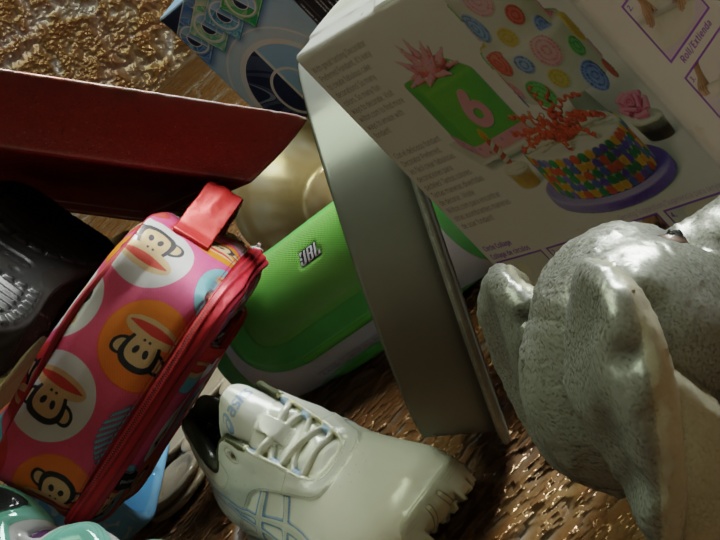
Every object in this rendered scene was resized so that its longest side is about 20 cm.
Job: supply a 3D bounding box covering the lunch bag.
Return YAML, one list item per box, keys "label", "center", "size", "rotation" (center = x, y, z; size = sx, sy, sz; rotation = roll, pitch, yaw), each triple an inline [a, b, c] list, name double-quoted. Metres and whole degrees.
- label: "lunch bag"
  center: [-0.112, 0.033, 0.910]
  size: [0.176, 0.082, 0.200]
  rotation: [-58, 2, 6]

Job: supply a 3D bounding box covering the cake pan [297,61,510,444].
- label: "cake pan"
  center: [0.017, -0.015, 0.765]
  size: [0.037, 0.200, 0.200]
  rotation: [-18, 18, 4]

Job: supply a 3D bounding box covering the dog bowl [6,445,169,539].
- label: "dog bowl"
  center: [-0.166, 0.104, 1.081]
  size: [0.050, 0.112, 0.200]
  rotation: [-29, 17, 10]

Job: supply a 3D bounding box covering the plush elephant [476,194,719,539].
- label: "plush elephant"
  center: [0.111, 0.027, 0.466]
  size: [0.200, 0.155, 0.165]
  rotation: [-47, 14, -7]

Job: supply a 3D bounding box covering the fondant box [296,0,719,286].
- label: "fondant box"
  center: [0.091, -0.041, 0.622]
  size: [0.058, 0.200, 0.144]
  rotation: [-53, 17, -27]

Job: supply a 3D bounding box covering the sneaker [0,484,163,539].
- label: "sneaker"
  center: [-0.120, 0.186, 0.829]
  size: [0.078, 0.200, 0.140]
  rotation: [-45, -34, -36]

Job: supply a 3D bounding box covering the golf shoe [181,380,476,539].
- label: "golf shoe"
  center: [-0.027, 0.093, 0.797]
  size: [0.078, 0.097, 0.200]
  rotation: [-51, 16, -23]

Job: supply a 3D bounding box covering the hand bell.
- label: "hand bell"
  center: [0.003, -0.043, 1.148]
  size: [0.104, 0.104, 0.200]
  rotation: [-50, 27, -14]

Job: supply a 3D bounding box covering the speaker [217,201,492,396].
- label: "speaker"
  center: [0.000, 0.000, 0.995]
  size: [0.200, 0.088, 0.088]
  rotation: [-36, 18, 35]

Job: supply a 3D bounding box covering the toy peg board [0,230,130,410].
- label: "toy peg board"
  center: [-0.257, 0.045, 1.056]
  size: [0.199, 0.098, 0.200]
  rotation: [-22, 27, 56]

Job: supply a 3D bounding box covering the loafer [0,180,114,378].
- label: "loafer"
  center: [-0.185, 0.011, 0.874]
  size: [0.071, 0.073, 0.200]
  rotation: [-55, 0, 18]

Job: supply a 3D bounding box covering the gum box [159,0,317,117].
- label: "gum box"
  center: [-0.017, -0.152, 1.223]
  size: [0.170, 0.200, 0.045]
  rotation: [-28, 23, 49]

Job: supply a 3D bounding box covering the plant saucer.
- label: "plant saucer"
  center: [-0.158, -0.062, 0.944]
  size: [0.200, 0.200, 0.037]
  rotation: [165, 109, -64]

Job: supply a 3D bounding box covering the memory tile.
- label: "memory tile"
  center: [-0.108, 0.098, 1.170]
  size: [0.153, 0.017, 0.200]
  rotation: [-27, 25, 52]

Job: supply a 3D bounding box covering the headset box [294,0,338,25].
- label: "headset box"
  center: [0.092, -0.174, 1.027]
  size: [0.200, 0.174, 0.093]
  rotation: [-34, 18, 40]
